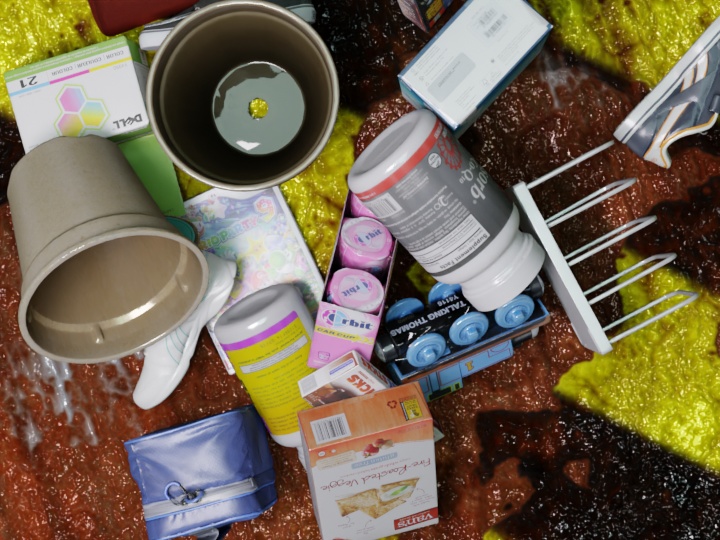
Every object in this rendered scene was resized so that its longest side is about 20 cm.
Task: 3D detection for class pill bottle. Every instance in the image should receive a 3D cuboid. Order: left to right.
[{"bbox_3d":[-0.073,0.122,1.653,0.104,0.104,0.200,-27,105,3],"label":"pill bottle"},{"bbox_3d":[0.091,-0.059,1.548,0.116,0.116,0.200,-43,107,3],"label":"pill bottle"}]

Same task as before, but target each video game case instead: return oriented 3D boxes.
[{"bbox_3d":[-0.127,-0.002,1.705,0.143,0.018,0.200,-25,90,3],"label":"video game case"}]

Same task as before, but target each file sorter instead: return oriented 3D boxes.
[{"bbox_3d":[0.258,-0.029,1.632,0.124,0.139,0.200,-29,90,0],"label":"file sorter"}]

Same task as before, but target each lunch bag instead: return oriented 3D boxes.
[{"bbox_3d":[-0.166,0.226,1.621,0.136,0.200,0.133,-16,88,6],"label":"lunch bag"}]

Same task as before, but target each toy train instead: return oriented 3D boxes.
[{"bbox_3d":[0.112,0.067,1.653,0.200,0.114,0.087,-23,49,-7],"label":"toy train"}]

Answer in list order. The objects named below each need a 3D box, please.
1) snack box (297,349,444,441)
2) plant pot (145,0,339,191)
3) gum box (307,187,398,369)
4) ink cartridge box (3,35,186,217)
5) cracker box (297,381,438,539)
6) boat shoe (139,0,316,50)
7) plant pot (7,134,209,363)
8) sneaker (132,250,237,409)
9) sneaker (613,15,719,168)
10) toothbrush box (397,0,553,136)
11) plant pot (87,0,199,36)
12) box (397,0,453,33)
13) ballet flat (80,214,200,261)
[{"bbox_3d":[0.014,0.149,1.613,0.072,0.200,0.024,-31,51,14],"label":"snack box"},{"bbox_3d":[-0.117,-0.182,1.622,0.200,0.174,0.200,0,92,3],"label":"plant pot"},{"bbox_3d":[0.000,0.000,1.609,0.066,0.114,0.200,13,50,1],"label":"gum box"},{"bbox_3d":[-0.292,-0.141,1.671,0.148,0.076,0.200,-16,87,6],"label":"ink cartridge box"},{"bbox_3d":[0.011,0.214,1.616,0.134,0.200,0.058,-14,49,-7],"label":"cracker box"},{"bbox_3d":[-0.150,-0.284,1.669,0.200,0.069,0.057,-12,94,-11],"label":"boat shoe"},{"bbox_3d":[-0.284,-0.036,1.572,0.200,0.200,0.184,-31,56,3],"label":"plant pot"},{"bbox_3d":[-0.213,0.060,1.667,0.080,0.070,0.200,24,105,-17],"label":"sneaker"},{"bbox_3d":[0.373,-0.202,1.653,0.079,0.078,0.200,41,104,5],"label":"sneaker"},{"bbox_3d":[0.120,-0.221,1.600,0.085,0.200,0.146,44,93,3],"label":"toothbrush box"},{"bbox_3d":[-0.234,-0.387,1.620,0.200,0.176,0.200,-19,91,2],"label":"plant pot"},{"bbox_3d":[0.092,-0.335,1.597,0.040,0.200,0.137,39,92,7],"label":"box"},{"bbox_3d":[-0.275,-0.017,1.689,0.200,0.065,0.071,-8,68,3],"label":"ballet flat"}]
